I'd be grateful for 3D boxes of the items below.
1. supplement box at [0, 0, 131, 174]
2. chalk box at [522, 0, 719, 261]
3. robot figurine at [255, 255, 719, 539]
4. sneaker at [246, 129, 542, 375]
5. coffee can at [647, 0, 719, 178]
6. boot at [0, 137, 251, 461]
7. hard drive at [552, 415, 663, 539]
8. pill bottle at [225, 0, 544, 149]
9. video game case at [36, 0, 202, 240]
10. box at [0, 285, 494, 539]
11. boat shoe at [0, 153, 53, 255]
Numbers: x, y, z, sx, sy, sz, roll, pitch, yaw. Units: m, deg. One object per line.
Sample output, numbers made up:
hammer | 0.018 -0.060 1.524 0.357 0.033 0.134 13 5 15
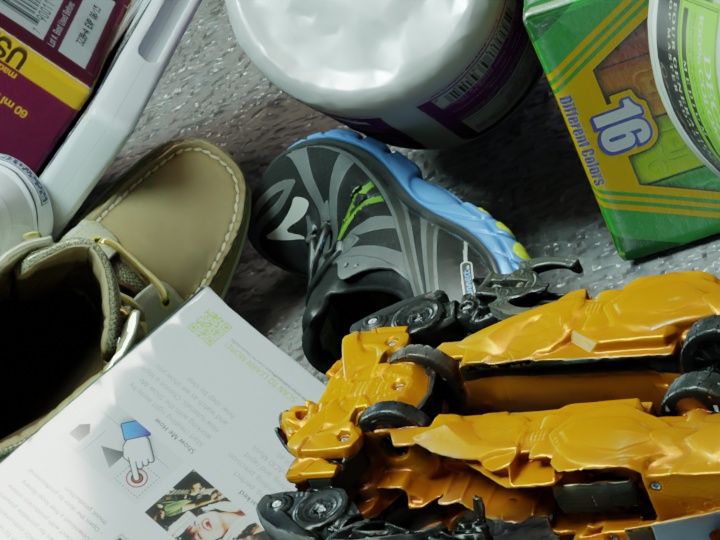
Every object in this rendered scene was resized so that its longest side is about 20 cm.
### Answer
supplement box | -0.194 -0.048 1.173 0.200 0.085 0.110 -52 11 25
chalk box | 0.175 -0.110 1.053 0.199 0.125 0.124 -18 30 15
robot figurine | 0.064 0.054 0.857 0.199 0.058 0.145 -6 34 29
sneaker | 0.000 0.000 1.066 0.083 0.071 0.199 -34 31 -15
coffee can | 0.188 -0.072 0.871 0.146 0.147 0.200 -27 13 -2
boot | -0.103 0.012 1.035 0.200 0.072 0.155 -52 -3 -19
hard drive | 0.131 0.073 0.878 0.134 0.042 0.200 -19 30 12
pill bottle | 0.020 -0.109 1.109 0.112 0.113 0.200 -19 -8 11
video game case | -0.128 -0.053 1.192 0.200 0.023 0.182 -49 12 38
box | -0.072 0.113 0.910 0.144 0.036 0.200 38 62 22
boat shoe | -0.205 0.033 1.095 0.200 0.073 0.065 -54 -3 21
